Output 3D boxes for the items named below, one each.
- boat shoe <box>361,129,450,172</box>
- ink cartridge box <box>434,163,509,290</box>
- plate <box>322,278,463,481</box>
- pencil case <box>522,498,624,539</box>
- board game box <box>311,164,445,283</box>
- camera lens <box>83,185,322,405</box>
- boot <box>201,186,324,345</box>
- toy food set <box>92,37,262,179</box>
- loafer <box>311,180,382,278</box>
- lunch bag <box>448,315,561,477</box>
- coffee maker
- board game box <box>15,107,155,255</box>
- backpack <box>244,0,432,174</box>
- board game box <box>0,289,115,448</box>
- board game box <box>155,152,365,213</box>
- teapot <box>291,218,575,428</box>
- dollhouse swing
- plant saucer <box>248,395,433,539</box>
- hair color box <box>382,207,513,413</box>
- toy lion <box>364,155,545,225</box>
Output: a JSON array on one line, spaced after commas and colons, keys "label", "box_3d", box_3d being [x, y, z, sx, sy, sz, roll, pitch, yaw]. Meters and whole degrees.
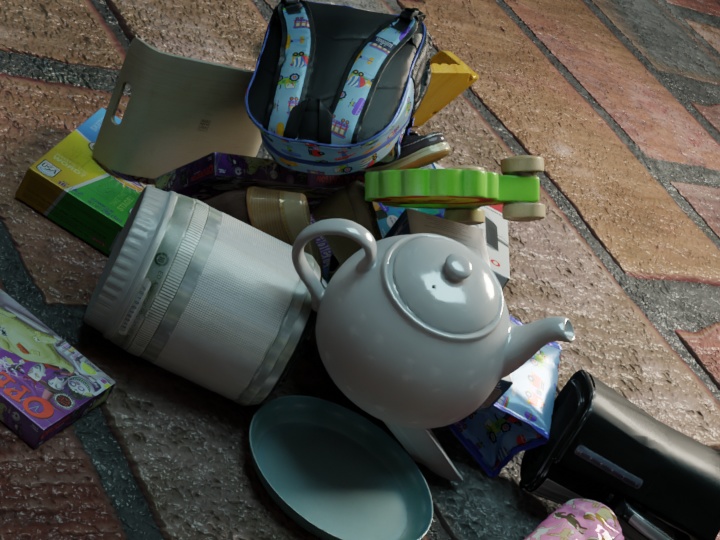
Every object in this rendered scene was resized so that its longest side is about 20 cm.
[{"label": "boat shoe", "box_3d": [0.025, -0.135, 1.816, 0.071, 0.199, 0.065, -16, 93, -30]}, {"label": "ink cartridge box", "box_3d": [0.103, -0.039, 2.019, 0.143, 0.084, 0.201, 26, 30, -12]}, {"label": "plate", "box_3d": [0.016, 0.111, 1.660, 0.200, 0.032, 0.200, 56, 1, 39]}, {"label": "pencil case", "box_3d": [0.190, 0.288, 1.584, 0.086, 0.083, 0.200, 38, 27, 13]}, {"label": "board game box", "box_3d": [0.014, -0.046, 1.874, 0.198, 0.045, 0.153, -16, 45, -10]}, {"label": "camera lens", "box_3d": [-0.147, 0.026, 1.578, 0.199, 0.161, 0.160, 26, 28, -11]}, {"label": "boot", "box_3d": [-0.125, 0.000, 1.711, 0.165, 0.201, 0.073, -5, 37, 6]}, {"label": "toy food set", "box_3d": [-0.184, -0.172, 1.790, 0.199, 0.144, 0.060, 7, 28, -38]}, {"label": "loafer", "box_3d": [0.000, 0.000, 1.765, 0.067, 0.202, 0.076, -13, 21, 9]}, {"label": "lunch bag", "box_3d": [0.110, 0.092, 1.735, 0.200, 0.094, 0.151, 40, 35, -17]}, {"label": "coffee maker", "box_3d": [0.293, 0.191, 1.724, 0.199, 0.193, 0.135, 31, -9, -10]}, {"label": "board game box", "box_3d": [-0.264, -0.091, 1.776, 0.152, 0.040, 0.200, 32, 28, -1]}, {"label": "backpack", "box_3d": [-0.027, -0.176, 1.702, 0.181, 0.135, 0.201, 9, 51, 8]}, {"label": "board game box", "box_3d": [-0.329, 0.069, 1.470, 0.199, 0.032, 0.120, 37, 32, 9]}, {"label": "board game box", "box_3d": [-0.105, -0.091, 1.759, 0.199, 0.120, 0.033, 5, 81, -38]}, {"label": "teapot", "box_3d": [0.057, 0.035, 1.503, 0.199, 0.146, 0.198, -15, 60, -34]}, {"label": "dollhouse swing", "box_3d": [0.020, -0.299, 2.279, 0.199, 0.181, 0.177, -6, 66, -49]}, {"label": "plant saucer", "box_3d": [-0.023, 0.199, 1.570, 0.199, 0.028, 0.201, 25, 28, -14]}, {"label": "hair color box", "box_3d": [0.086, 0.040, 1.667, 0.099, 0.061, 0.201, 14, 46, -24]}, {"label": "toy lion", "box_3d": [0.084, -0.085, 1.717, 0.190, 0.069, 0.200, 0, -1, -26]}]
